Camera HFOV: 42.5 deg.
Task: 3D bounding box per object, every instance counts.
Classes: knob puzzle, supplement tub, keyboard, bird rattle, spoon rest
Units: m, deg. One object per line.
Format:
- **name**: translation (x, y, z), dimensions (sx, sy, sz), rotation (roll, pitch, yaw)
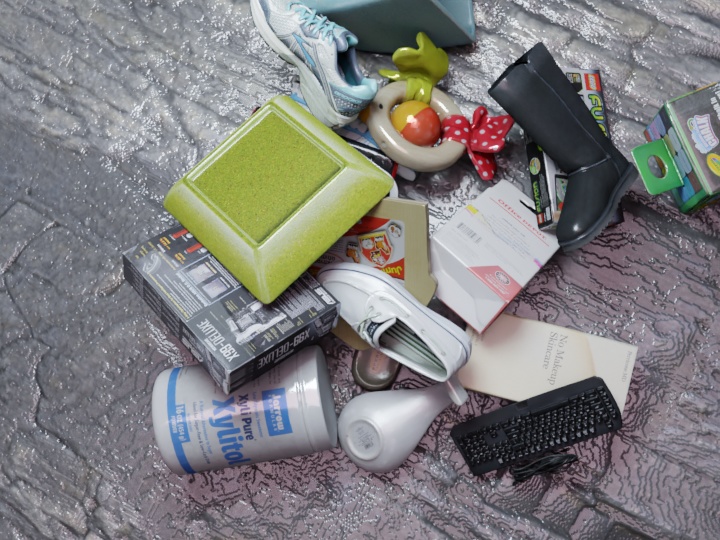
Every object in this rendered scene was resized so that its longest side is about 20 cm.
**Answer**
- **knob puzzle**: translation (0.000, 0.000, 1.084), dimensions (0.220, 0.030, 0.220), rotation (11, 118, 21)
- **supplement tub**: translation (-0.137, 0.167, 1.114), dimensions (0.200, 0.132, 0.132), rotation (-11, 81, 5)
- **keyboard**: translation (0.209, 0.199, 1.075), dimensions (0.200, 0.040, 0.104), rotation (-25, 108, 26)
- **bird rattle**: translation (0.085, -0.179, 1.148), dimensions (0.163, 0.113, 0.200), rotation (-35, 87, -32)
- **spoon rest**: translation (0.051, 0.177, 1.107), dimensions (0.200, 0.061, 0.099), rotation (-34, 79, 34)

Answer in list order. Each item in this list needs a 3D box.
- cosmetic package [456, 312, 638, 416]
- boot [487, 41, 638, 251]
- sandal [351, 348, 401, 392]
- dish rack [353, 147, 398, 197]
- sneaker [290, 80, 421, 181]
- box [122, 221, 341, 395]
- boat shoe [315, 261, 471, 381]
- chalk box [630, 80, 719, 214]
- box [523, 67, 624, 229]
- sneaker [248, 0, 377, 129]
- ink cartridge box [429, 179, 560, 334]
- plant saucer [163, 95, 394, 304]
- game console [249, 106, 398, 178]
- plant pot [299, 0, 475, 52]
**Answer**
- **cosmetic package**: translation (0.219, 0.116, 1.116), dimensions (0.200, 0.073, 0.104), rotation (13, 84, 8)
- **boot**: translation (0.220, -0.143, 1.065), dimensions (0.200, 0.066, 0.165), rotation (50, 51, -14)
- **sandal**: translation (0.033, 0.052, 1.152), dimensions (0.082, 0.055, 0.200), rotation (17, 84, 8)
- **dish rack**: translation (-0.064, -0.071, 1.136), dimensions (0.172, 0.044, 0.200), rotation (36, 104, 6)
- **sneaker**: translation (-0.016, -0.159, 1.191), dimensions (0.200, 0.075, 0.087), rotation (32, 106, 9)
- **box**: translation (-0.145, 0.022, 1.040), dimensions (0.158, 0.050, 0.200), rotation (-32, 64, -31)
- **boat shoe**: translation (0.030, 0.055, 1.036), dimensions (0.200, 0.067, 0.074), rotation (26, 122, 14)
- **chalk box**: translation (0.426, -0.151, 1.111), dimensions (0.200, 0.124, 0.125), rotation (-21, 81, 3)
- **box**: translation (0.259, -0.152, 1.146), dimensions (0.110, 0.035, 0.200), rotation (-2, 80, -25)
- **sneaker**: translation (-0.047, -0.269, 1.075), dimensions (0.086, 0.078, 0.200), rotation (-25, 105, 43)
- **ink cartridge box**: translation (0.160, -0.023, 1.114), dimensions (0.116, 0.200, 0.068), rotation (42, 132, 10)
- **plant saucer**: translation (-0.100, -0.097, 1.028), dimensions (0.200, 0.048, 0.200), rotation (-43, 62, -10)
- **game console**: translation (-0.070, -0.094, 1.171), dimensions (0.200, 0.031, 0.177), rotation (21, 102, 8)
- **plant pot**: translation (0.011, -0.381, 1.155), dimensions (0.200, 0.196, 0.197), rotation (-9, 80, 25)
